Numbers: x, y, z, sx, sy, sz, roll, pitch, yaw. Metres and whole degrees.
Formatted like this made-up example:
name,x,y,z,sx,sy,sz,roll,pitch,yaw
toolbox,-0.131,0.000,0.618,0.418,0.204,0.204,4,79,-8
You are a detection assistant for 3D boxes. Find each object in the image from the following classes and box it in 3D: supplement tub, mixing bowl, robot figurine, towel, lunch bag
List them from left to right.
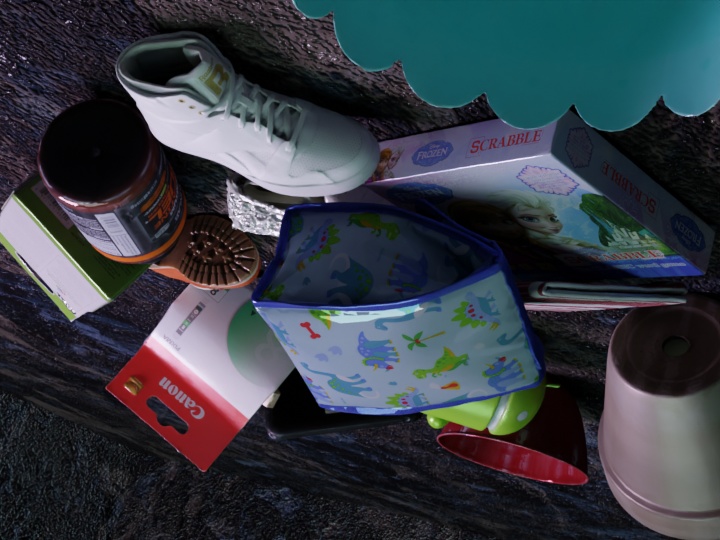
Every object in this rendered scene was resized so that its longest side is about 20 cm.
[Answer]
name,x,y,z,sx,sy,sz,roll,pitch,yaw
supplement tub,-0.223,-0.072,1.032,0.107,0.107,0.200,15,163,8
lunch bag,0.040,0.033,0.891,0.199,0.128,0.170,3,146,26
robot figurine,0.121,0.117,1.253,0.199,0.116,0.176,18,150,-2
mixing bowl,0.208,0.194,1.415,0.199,0.109,0.200,17,162,5
towel,0.170,0.021,0.965,0.143,0.023,0.200,2,175,-20

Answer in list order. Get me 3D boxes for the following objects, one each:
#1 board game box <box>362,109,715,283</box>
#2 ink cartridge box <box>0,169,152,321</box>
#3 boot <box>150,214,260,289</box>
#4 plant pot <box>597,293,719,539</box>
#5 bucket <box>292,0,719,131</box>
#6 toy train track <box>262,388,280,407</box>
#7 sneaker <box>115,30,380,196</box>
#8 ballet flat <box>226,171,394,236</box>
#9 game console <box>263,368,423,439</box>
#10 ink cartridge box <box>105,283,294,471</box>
name,x,y,z,sx,sy,sz,roll,pitch,yaw
board game box,0.138,-0.050,0.864,0.199,0.041,0.200,30,159,-34
ink cartridge box,-0.321,-0.031,1.207,0.148,0.076,0.200,50,155,-10
boot,-0.164,-0.012,1.223,0.200,0.075,0.107,12,167,43
plant pot,0.307,0.119,1.017,0.199,0.200,0.174,6,142,32
bucket,0.075,-0.162,0.438,0.206,0.135,0.207,15,162,5
toy train track,-0.154,0.100,1.406,0.032,0.115,0.200,12,-152,-35
sneaker,-0.088,-0.118,0.823,0.199,0.074,0.116,14,165,14
ballet flat,-0.039,-0.059,0.975,0.199,0.072,0.072,6,159,27
game console,-0.029,0.167,1.445,0.199,0.176,0.117,-7,136,-6
ink cartridge box,-0.179,0.111,1.308,0.161,0.200,0.050,40,164,1
